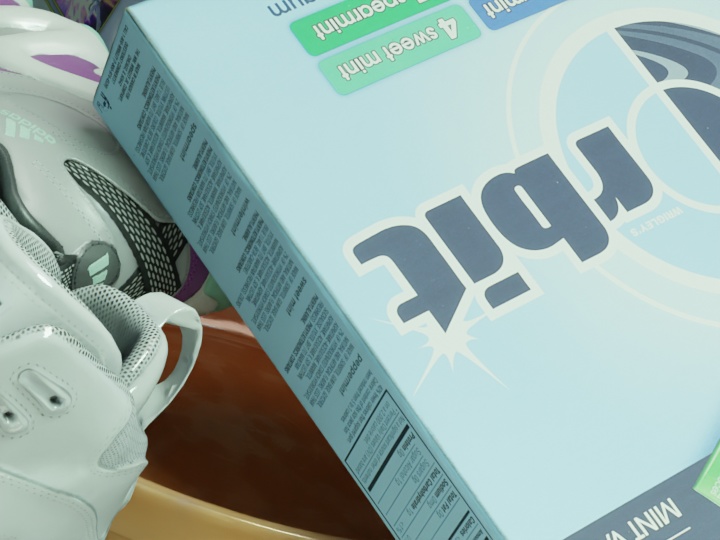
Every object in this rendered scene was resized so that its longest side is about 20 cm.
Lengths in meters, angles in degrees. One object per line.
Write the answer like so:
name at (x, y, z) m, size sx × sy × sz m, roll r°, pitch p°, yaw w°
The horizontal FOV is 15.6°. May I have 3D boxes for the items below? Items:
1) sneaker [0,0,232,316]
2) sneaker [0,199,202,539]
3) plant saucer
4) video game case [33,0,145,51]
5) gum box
sneaker at (-0.133, -0.039, 0.708) m, size 0.199 × 0.078 × 0.139 m, roll 22°, pitch 20°, yaw 33°
sneaker at (-0.124, 0.030, 0.535) m, size 0.199 × 0.115 × 0.075 m, roll 18°, pitch 25°, yaw -42°
plant saucer at (-0.032, 0.041, 0.743) m, size 0.199 × 0.033 × 0.200 m, roll 17°, pitch 18°, yaw -6°
video game case at (-0.088, -0.121, 0.867) m, size 0.045 × 0.182 × 0.200 m, roll 22°, pitch 23°, yaw -37°
gum box at (0.056, -0.008, 0.673) m, size 0.169 × 0.045 × 0.201 m, roll -24°, pitch 69°, yaw -31°
